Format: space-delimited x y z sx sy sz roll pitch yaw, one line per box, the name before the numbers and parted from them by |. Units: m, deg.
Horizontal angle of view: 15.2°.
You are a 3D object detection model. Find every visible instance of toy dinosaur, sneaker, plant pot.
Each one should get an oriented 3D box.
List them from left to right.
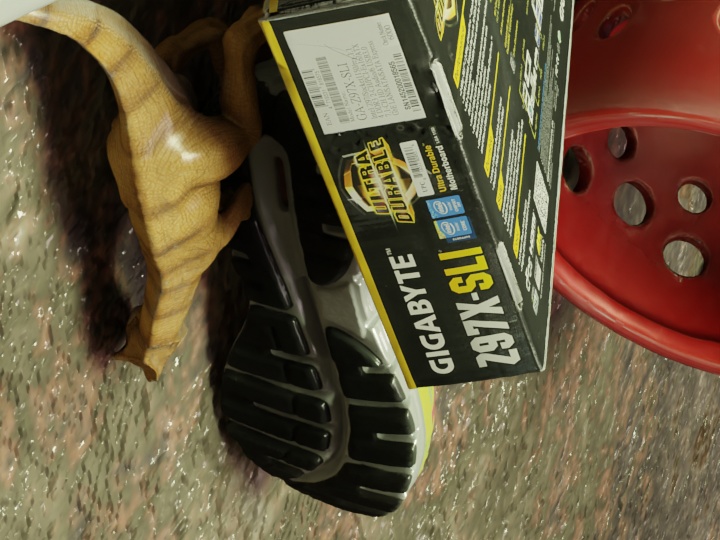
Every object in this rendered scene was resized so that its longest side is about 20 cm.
toy dinosaur | -0.057 -0.041 0.798 0.106 0.060 0.201 -57 153 -31
sneaker | 0.000 0.000 0.939 0.090 0.078 0.201 -54 151 -43
plant pot | 0.179 -0.074 1.149 0.201 0.199 0.183 74 36 -54

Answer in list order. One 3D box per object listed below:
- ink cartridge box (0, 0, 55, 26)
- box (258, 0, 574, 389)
ink cartridge box | -0.096 -0.143 0.515 0.200 0.145 0.148 -38 140 -55
box | 0.025 -0.089 0.847 0.160 0.049 0.201 65 24 -43
